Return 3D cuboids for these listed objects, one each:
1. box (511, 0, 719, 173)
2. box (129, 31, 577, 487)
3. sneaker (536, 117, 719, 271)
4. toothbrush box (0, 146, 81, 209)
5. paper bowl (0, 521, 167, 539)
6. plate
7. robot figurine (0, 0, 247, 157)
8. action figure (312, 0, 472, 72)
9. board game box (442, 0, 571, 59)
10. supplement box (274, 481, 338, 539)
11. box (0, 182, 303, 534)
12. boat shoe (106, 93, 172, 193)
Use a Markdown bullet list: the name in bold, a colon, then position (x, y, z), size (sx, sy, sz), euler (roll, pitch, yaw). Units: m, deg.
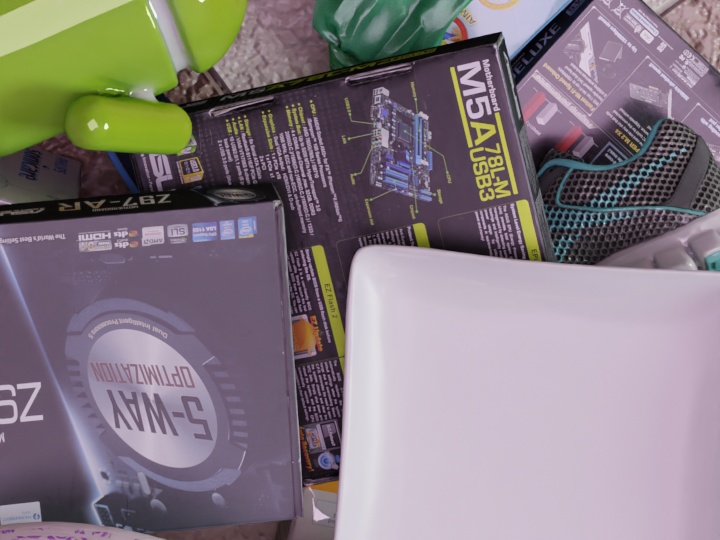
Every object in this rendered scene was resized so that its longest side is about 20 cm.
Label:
- **box**: position (0.151, -0.038, 1.349), size (0.200, 0.050, 0.158), euler (40, 97, -12)
- **box**: position (0.000, 0.000, 1.241), size (0.192, 0.048, 0.201), euler (-13, 101, 9)
- **sneaker**: position (0.102, -0.016, 1.297), size (0.199, 0.078, 0.092), euler (-20, 78, 10)
- **toothbrush box**: position (-0.246, -0.032, 1.266), size (0.199, 0.146, 0.086), euler (16, 102, -10)
- **paper bowl**: position (-0.121, 0.210, 1.185), size (0.200, 0.201, 0.105), euler (21, 57, -9)
- **plate**: position (0.088, 0.092, 1.203), size (0.199, 0.032, 0.201), euler (4, 96, 4)
- **robot figurine**: position (-0.143, -0.129, 1.203), size (0.199, 0.116, 0.176), euler (-23, 73, -4)
- **action figure**: position (0.034, -0.170, 1.249), size (0.118, 0.055, 0.200), euler (29, 95, -13)
- **board game box**: position (0.048, -0.221, 1.296), size (0.196, 0.056, 0.200), euler (-43, 103, 5)
- **supplement box**: position (0.006, 0.204, 1.377), size (0.126, 0.074, 0.201), euler (12, 99, -8)
- **box**: position (-0.132, 0.047, 1.199), size (0.199, 0.044, 0.161), euler (-4, 104, -7)
- **boat shoe**: position (-0.060, -0.039, 1.320), size (0.069, 0.084, 0.200), euler (-33, 118, 22)
